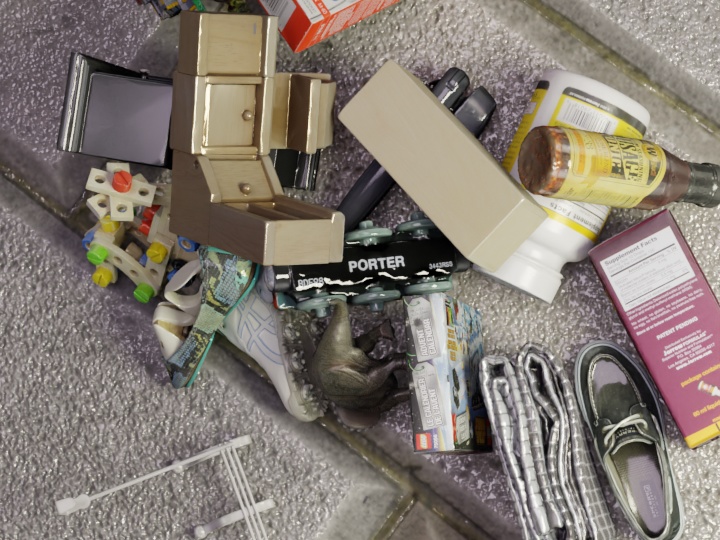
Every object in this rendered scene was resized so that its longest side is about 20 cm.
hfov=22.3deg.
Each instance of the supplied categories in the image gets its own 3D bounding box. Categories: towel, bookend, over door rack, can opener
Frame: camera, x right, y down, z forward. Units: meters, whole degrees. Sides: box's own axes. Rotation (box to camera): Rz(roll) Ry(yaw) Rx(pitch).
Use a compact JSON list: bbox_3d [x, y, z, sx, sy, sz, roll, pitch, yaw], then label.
[{"bbox_3d":[0.170,0.170,1.646,0.085,0.166,0.201,-15,81,5],"label":"towel"},{"bbox_3d":[-0.155,-0.138,1.722,0.198,0.200,0.093,9,92,13],"label":"bookend"},{"bbox_3d":[-0.177,0.257,1.747,0.199,0.067,0.148,-19,80,-12],"label":"over door rack"},{"bbox_3d":[0.041,-0.112,1.753,0.079,0.063,0.200,44,93,12],"label":"can opener"}]

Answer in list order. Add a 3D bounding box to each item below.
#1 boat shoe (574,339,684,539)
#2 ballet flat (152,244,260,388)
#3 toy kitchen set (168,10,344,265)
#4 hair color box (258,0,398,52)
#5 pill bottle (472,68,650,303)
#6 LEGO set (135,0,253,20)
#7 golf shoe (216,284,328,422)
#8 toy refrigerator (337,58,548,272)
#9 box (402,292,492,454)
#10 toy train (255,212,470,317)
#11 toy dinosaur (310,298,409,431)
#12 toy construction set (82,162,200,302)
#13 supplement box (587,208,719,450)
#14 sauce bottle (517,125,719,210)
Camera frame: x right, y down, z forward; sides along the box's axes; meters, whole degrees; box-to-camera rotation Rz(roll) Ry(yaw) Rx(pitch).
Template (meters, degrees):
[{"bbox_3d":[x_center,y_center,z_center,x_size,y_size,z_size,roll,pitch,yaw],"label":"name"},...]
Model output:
[{"bbox_3d":[0.252,0.156,1.678,0.072,0.071,0.201,-23,79,8],"label":"boat shoe"},{"bbox_3d":[-0.160,0.037,1.728,0.074,0.074,0.200,44,132,12],"label":"ballet flat"},{"bbox_3d":[-0.055,-0.120,1.610,0.180,0.163,0.201,19,108,55],"label":"toy kitchen set"},{"bbox_3d":[-0.007,-0.301,1.730,0.200,0.064,0.111,-31,81,-29],"label":"hair color box"},{"bbox_3d":[0.181,-0.077,1.697,0.111,0.111,0.201,25,89,13],"label":"pill bottle"},{"bbox_3d":[-0.127,-0.274,1.778,0.200,0.116,0.154,-42,99,-27],"label":"LEGO set"},{"bbox_3d":[-0.092,0.058,1.769,0.097,0.078,0.201,-24,76,29],"label":"golf shoe"},{"bbox_3d":[0.075,-0.095,1.658,0.076,0.070,0.200,-47,62,10],"label":"toy refrigerator"},{"bbox_3d":[0.080,0.098,1.652,0.040,0.200,0.138,-6,82,13],"label":"box"},{"bbox_3d":[0.000,0.000,1.693,0.199,0.114,0.086,-7,84,-19],"label":"toy train"},{"bbox_3d":[-0.001,0.095,1.664,0.102,0.200,0.077,-23,61,12],"label":"toy dinosaur"},{"bbox_3d":[-0.205,-0.042,1.738,0.131,0.200,0.092,30,67,5],"label":"toy construction set"},{"bbox_3d":[0.291,0.056,1.661,0.085,0.110,0.201,-28,79,7],"label":"supplement box"},{"bbox_3d":[0.237,-0.088,1.624,0.199,0.066,0.066,4,83,-29],"label":"sauce bottle"}]
